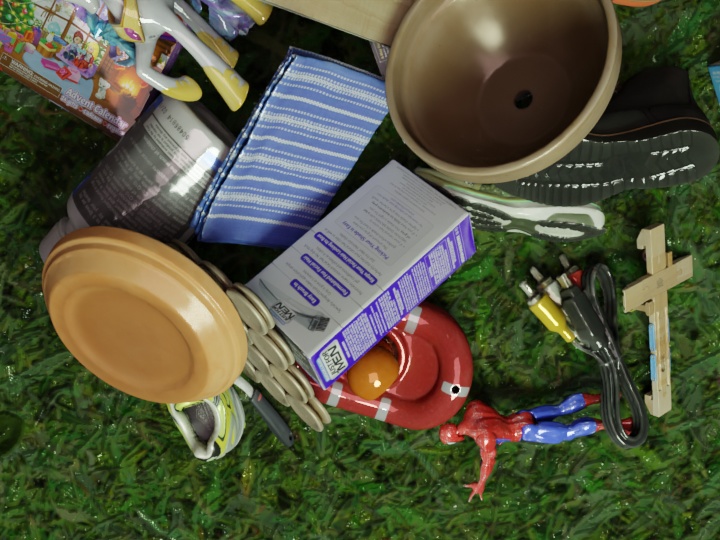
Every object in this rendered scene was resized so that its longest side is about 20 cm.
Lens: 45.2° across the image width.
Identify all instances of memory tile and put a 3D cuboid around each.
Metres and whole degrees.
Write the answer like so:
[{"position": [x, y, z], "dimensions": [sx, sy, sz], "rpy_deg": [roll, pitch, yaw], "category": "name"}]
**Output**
[{"position": [-0.103, 0.062, 0.808], "dimensions": [0.017, 0.152, 0.201], "rpy_deg": [-42, 137, -20], "category": "memory tile"}]

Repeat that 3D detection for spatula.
[{"position": [-0.123, 0.116, 0.874], "dimensions": [0.020, 0.057, 0.201], "rpy_deg": [-21, 124, 27], "category": "spatula"}]

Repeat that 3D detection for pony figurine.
[{"position": [-0.173, -0.250, 0.737], "dimensions": [0.199, 0.196, 0.165], "rpy_deg": [31, 145, -30], "category": "pony figurine"}]

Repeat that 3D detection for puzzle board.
[{"position": [0.012, -0.284, 0.761], "dimensions": [0.197, 0.017, 0.153], "rpy_deg": [15, 97, -17], "category": "puzzle board"}]

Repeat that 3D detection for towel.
[{"position": [-0.058, -0.100, 0.795], "dimensions": [0.201, 0.143, 0.024], "rpy_deg": [-55, 53, 25], "category": "towel"}]

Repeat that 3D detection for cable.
[{"position": [0.239, 0.076, 0.875], "dimensions": [0.096, 0.050, 0.202], "rpy_deg": [-29, 94, -29], "category": "cable"}]

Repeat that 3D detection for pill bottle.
[{"position": [-0.204, -0.065, 0.824], "dimensions": [0.114, 0.114, 0.200], "rpy_deg": [44, 97, -8], "category": "pill bottle"}]

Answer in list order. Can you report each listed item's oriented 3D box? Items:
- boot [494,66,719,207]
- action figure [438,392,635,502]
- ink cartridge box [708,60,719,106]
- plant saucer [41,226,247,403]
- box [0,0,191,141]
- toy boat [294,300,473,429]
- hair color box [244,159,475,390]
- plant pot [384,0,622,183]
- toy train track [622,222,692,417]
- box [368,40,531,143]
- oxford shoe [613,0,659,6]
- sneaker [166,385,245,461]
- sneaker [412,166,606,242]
[{"position": [0.224, -0.134, 0.821], "dimensions": [0.196, 0.139, 0.078], "rpy_deg": [-1, 131, 12], "category": "boot"}, {"position": [0.172, 0.177, 0.895], "dimensions": [0.196, 0.066, 0.100], "rpy_deg": [-1, 129, -12], "category": "action figure"}, {"position": [0.409, -0.112, 0.817], "dimensions": [0.066, 0.116, 0.203], "rpy_deg": [-22, 101, 3], "category": "ink cartridge box"}, {"position": [-0.197, 0.051, 0.765], "dimensions": [0.197, 0.038, 0.202], "rpy_deg": [12, 134, 13], "category": "plant saucer"}, {"position": [-0.277, -0.232, 0.829], "dimensions": [0.198, 0.039, 0.138], "rpy_deg": [30, 99, -6], "category": "box"}, {"position": [0.014, 0.089, 0.847], "dimensions": [0.197, 0.131, 0.133], "rpy_deg": [17, 101, -3], "category": "toy boat"}, {"position": [0.000, 0.000, 0.805], "dimensions": [0.199, 0.109, 0.065], "rpy_deg": [-40, 144, -16], "category": "hair color box"}, {"position": [0.127, -0.162, 0.738], "dimensions": [0.198, 0.092, 0.204], "rpy_deg": [-8, 71, 25], "category": "plant pot"}, {"position": [0.295, 0.051, 0.886], "dimensions": [0.114, 0.032, 0.203], "rpy_deg": [-20, 110, -33], "category": "toy train track"}, {"position": [0.081, -0.242, 0.823], "dimensions": [0.155, 0.050, 0.203], "rpy_deg": [-20, 100, 4], "category": "box"}, {"position": [0.211, -0.277, 0.779], "dimensions": [0.197, 0.072, 0.073], "rpy_deg": [-9, 95, -17], "category": "oxford shoe"}, {"position": [-0.172, 0.097, 0.876], "dimensions": [0.074, 0.076, 0.202], "rpy_deg": [-24, 98, 6], "category": "sneaker"}, {"position": [0.148, -0.087, 0.857], "dimensions": [0.196, 0.077, 0.090], "rpy_deg": [12, 74, -3], "category": "sneaker"}]
